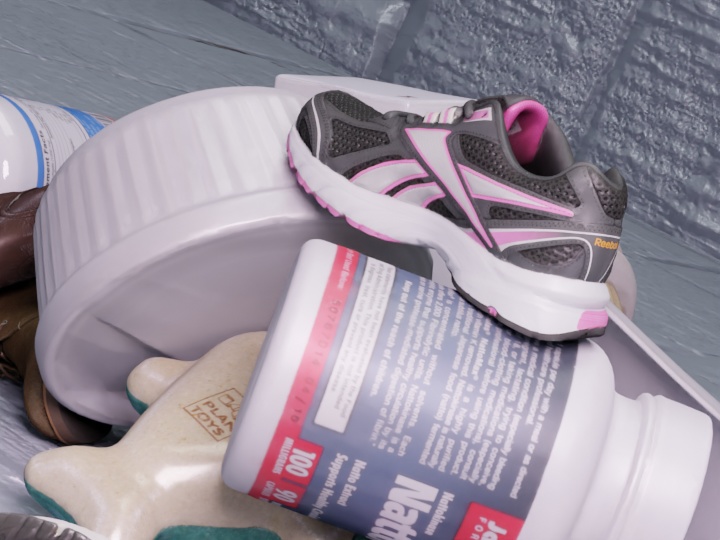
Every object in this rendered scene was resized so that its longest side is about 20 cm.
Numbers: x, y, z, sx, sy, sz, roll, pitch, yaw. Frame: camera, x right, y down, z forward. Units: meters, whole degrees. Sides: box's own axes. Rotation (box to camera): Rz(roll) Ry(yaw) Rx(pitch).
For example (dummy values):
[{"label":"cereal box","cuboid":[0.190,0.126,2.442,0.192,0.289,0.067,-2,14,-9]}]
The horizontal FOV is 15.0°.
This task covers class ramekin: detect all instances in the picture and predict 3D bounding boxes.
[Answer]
[{"label":"ramekin","cuboid":[-0.073,-0.009,1.372,0.202,0.202,0.094,14,48,-46]}]

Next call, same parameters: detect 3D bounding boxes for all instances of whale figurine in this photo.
[{"label":"whale figurine","cuboid":[-0.065,0.106,1.310,0.200,0.104,0.159,-17,45,-39]}]

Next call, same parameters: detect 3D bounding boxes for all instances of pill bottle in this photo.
[{"label":"pill bottle","cuboid":[0.049,0.073,1.222,0.200,0.120,0.120,20,9,-3]},{"label":"pill bottle","cuboid":[-0.229,-0.055,1.713,0.112,0.112,0.200,29,11,31]}]

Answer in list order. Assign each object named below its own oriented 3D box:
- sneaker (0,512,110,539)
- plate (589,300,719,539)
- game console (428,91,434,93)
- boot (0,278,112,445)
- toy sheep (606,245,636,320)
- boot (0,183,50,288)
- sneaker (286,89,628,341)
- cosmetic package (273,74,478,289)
[{"label":"sneaker","cuboid":[-0.063,0.151,1.089,0.200,0.077,0.089,26,1,5]},{"label":"plate","cuboid":[0.126,0.105,1.326,0.200,0.200,0.032,41,49,-2]},{"label":"game console","cuboid":[0.082,0.018,1.732,0.176,0.116,0.200,32,-27,27]},{"label":"boot","cuboid":[-0.173,0.047,1.477,0.075,0.074,0.200,-9,18,1]},{"label":"toy sheep","cuboid":[0.080,0.007,1.538,0.138,0.138,0.200,13,23,-47]},{"label":"boot","cuboid":[-0.162,-0.025,1.451,0.200,0.064,0.186,-13,12,31]},{"label":"sneaker","cuboid":[0.053,-0.045,1.244,0.200,0.087,0.080,33,18,38]},{"label":"cosmetic package","cuboid":[0.000,0.000,1.479,0.101,0.201,0.071,15,12,41]}]
